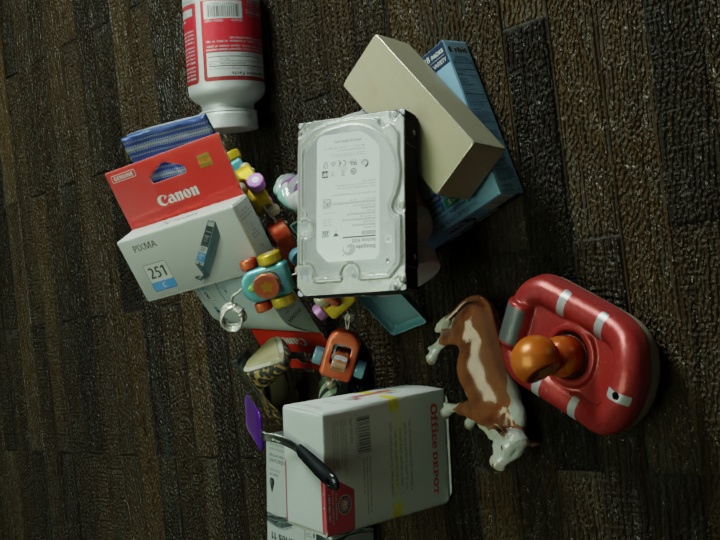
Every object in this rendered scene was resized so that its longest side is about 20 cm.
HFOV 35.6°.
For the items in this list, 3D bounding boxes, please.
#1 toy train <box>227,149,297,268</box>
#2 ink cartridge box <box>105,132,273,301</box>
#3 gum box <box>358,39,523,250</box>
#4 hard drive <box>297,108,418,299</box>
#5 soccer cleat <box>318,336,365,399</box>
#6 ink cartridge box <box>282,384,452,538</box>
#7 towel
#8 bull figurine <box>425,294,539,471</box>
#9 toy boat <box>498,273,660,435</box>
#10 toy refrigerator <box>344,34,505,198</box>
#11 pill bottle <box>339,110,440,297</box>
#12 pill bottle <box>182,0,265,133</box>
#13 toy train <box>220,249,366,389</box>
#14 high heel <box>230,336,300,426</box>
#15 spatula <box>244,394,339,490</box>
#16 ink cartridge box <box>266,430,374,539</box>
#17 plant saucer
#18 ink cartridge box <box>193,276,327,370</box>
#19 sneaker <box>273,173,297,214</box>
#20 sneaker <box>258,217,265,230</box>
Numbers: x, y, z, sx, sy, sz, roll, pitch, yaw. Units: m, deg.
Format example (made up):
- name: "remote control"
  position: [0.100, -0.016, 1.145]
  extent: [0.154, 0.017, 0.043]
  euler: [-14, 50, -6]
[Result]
- name: "toy train"
  position: [-0.145, -0.078, 1.520]
  extent: [0.200, 0.055, 0.151]
  euler: [48, 166, 52]
- name: "ink cartridge box"
  position: [-0.231, -0.064, 1.449]
  extent: [0.199, 0.045, 0.177]
  euler: [-15, 109, 29]
- name: "gum box"
  position: [0.092, -0.144, 1.346]
  extent: [0.170, 0.044, 0.202]
  euler: [-34, 68, 45]
- name: "hard drive"
  position: [-0.005, -0.072, 1.248]
  extent: [0.139, 0.038, 0.202]
  euler: [-3, 83, 27]
- name: "soccer cleat"
  position: [-0.024, 0.171, 1.443]
  extent: [0.081, 0.068, 0.201]
  euler: [-5, 53, 42]
- name: "ink cartridge box"
  position: [0.010, 0.224, 1.358]
  extent: [0.083, 0.199, 0.147]
  euler: [1, 95, 51]
- name: "towel"
  position: [-0.221, -0.097, 1.463]
  extent: [0.144, 0.024, 0.201]
  euler: [-9, 113, 30]
- name: "bull figurine"
  position: [0.140, 0.132, 1.301]
  extent: [0.121, 0.065, 0.202]
  euler: [-22, 73, 52]
- name: "toy boat"
  position: [0.210, 0.091, 1.170]
  extent: [0.199, 0.130, 0.132]
  euler: [32, 117, 42]
- name: "toy refrigerator"
  position: [0.072, -0.176, 1.283]
  extent: [0.200, 0.070, 0.076]
  euler: [52, 120, 30]
- name: "pill bottle"
  position: [0.018, -0.077, 1.321]
  extent: [0.112, 0.112, 0.201]
  euler: [-41, 64, 42]
- name: "pill bottle"
  position: [-0.194, -0.301, 1.603]
  extent: [0.112, 0.112, 0.202]
  euler: [-2, 92, 48]
- name: "toy train"
  position: [-0.076, 0.061, 1.387]
  extent: [0.198, 0.056, 0.151]
  euler: [22, 103, 1]
- name: "high heel"
  position: [-0.098, 0.164, 1.528]
  extent: [0.143, 0.071, 0.200]
  euler: [51, 160, -9]
- name: "spatula"
  position: [-0.085, 0.202, 1.296]
  extent: [0.199, 0.020, 0.057]
  euler: [26, 126, 45]
- name: "ink cartridge box"
  position: [-0.056, 0.326, 1.527]
  extent: [0.146, 0.083, 0.202]
  euler: [4, 97, 48]
- name: "plant saucer"
  position: [0.000, 0.000, 1.398]
  extent: [0.200, 0.019, 0.070]
  euler: [46, 140, -17]
- name: "ink cartridge box"
  position: [-0.133, 0.073, 1.539]
  extent: [0.159, 0.047, 0.201]
  euler: [-1, 128, 47]
- name: "sneaker"
  position: [-0.034, -0.123, 1.481]
  extent: [0.141, 0.077, 0.200]
  euler: [-59, 37, 9]
- name: "sneaker"
  position: [-0.202, -0.060, 1.565]
  extent: [0.082, 0.199, 0.088]
  euler: [-56, 38, 16]
